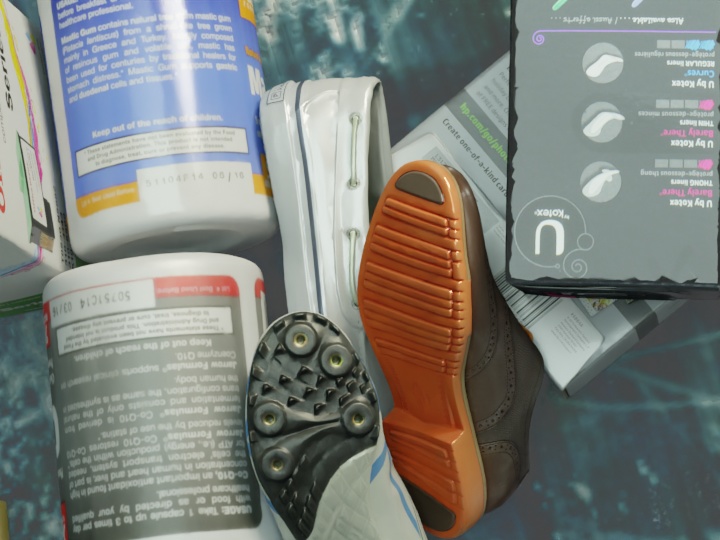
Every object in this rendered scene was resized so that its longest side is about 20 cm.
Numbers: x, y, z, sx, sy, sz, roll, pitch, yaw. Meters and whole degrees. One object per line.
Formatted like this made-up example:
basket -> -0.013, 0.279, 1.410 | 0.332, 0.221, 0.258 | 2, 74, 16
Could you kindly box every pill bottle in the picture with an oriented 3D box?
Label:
pill bottle -> -0.107, -0.110, 1.400 | 0.112, 0.112, 0.200 | -9, 80, 6
pill bottle -> -0.096, 0.099, 1.364 | 0.114, 0.114, 0.200 | -7, 80, 7

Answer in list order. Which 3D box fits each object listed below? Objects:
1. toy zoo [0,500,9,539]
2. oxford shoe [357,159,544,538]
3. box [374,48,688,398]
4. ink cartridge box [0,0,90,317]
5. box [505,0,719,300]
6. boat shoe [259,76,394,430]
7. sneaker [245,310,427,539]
toy zoo -> -0.261, 0.178, 1.421 | 0.200, 0.020, 0.131 | 4, 81, 8
oxford shoe -> 0.049, 0.031, 1.339 | 0.073, 0.200, 0.071 | -27, 36, -36
box -> 0.133, -0.058, 1.395 | 0.200, 0.041, 0.156 | -40, 78, 1
ink cartridge box -> -0.204, -0.062, 1.361 | 0.084, 0.200, 0.145 | -11, 80, 7
box -> 0.126, -0.088, 1.309 | 0.106, 0.122, 0.200 | 1, 87, 8
boat shoe -> 0.000, 0.000, 1.368 | 0.067, 0.074, 0.200 | -11, 98, 17
sneaker -> -0.010, 0.112, 1.341 | 0.072, 0.072, 0.200 | -19, 105, -3
